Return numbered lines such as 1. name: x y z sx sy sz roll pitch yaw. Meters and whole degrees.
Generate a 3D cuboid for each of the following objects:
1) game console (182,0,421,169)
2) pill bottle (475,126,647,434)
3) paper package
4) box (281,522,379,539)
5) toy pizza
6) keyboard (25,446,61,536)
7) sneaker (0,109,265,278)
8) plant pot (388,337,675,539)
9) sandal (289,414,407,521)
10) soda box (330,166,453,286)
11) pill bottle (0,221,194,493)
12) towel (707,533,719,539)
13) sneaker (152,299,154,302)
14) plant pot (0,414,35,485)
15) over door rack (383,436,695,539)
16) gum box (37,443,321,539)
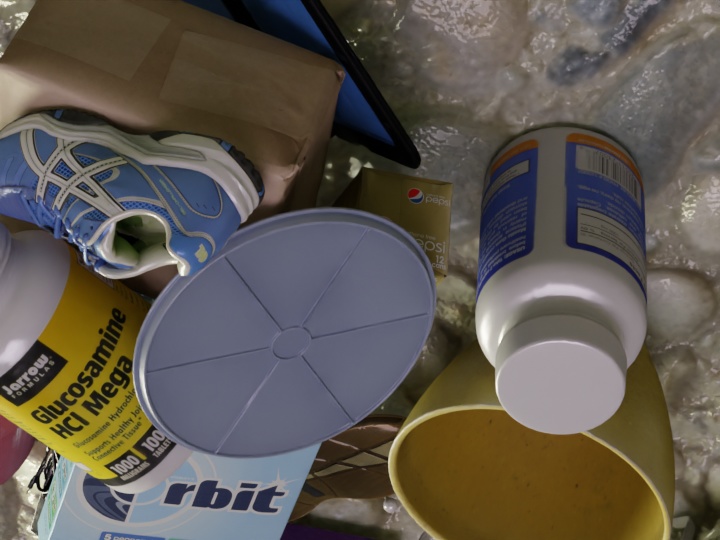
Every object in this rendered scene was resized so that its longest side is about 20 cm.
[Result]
1. game console: -0.084 -0.127 1.572 0.175 0.117 0.200 -26 124 13
2. pill bottle: 0.131 0.008 1.618 0.111 0.201 0.113 3 132 3
3. paper package: -0.125 -0.073 1.562 0.199 0.104 0.191 21 144 6
4. box: -0.075 0.251 1.951 0.198 0.039 0.137 11 137 -4
5. toy pizza: -0.048 0.036 1.538 0.199 0.032 0.201 -14 134 -15
6. keyboard: -0.196 0.133 1.823 0.040 0.104 0.201 36 134 17
7. sneaker: -0.156 -0.042 1.466 0.199 0.077 0.076 4 141 33
8. plant pot: 0.134 0.105 1.727 0.199 0.143 0.201 14 141 11
9. sandal: -0.026 0.137 1.849 0.080 0.054 0.199 37 140 -29
10. soda box: 0.000 0.000 1.654 0.064 0.068 0.200 10 159 -15
11. pill bottle: -0.192 0.047 1.572 0.112 0.113 0.200 -34 125 30
12. towel: 0.264 0.249 1.896 0.200 0.037 0.148 -35 146 33
13. sneaker: -0.094 0.035 1.747 0.080 0.077 0.201 -5 132 9
14. plant pot: -0.293 0.063 1.729 0.198 0.201 0.179 4 147 1
15. over door rack: 0.133 0.191 1.868 0.199 0.067 0.148 -18 128 20
16. gum box: -0.125 0.139 1.762 0.169 0.045 0.201 8 132 -18
